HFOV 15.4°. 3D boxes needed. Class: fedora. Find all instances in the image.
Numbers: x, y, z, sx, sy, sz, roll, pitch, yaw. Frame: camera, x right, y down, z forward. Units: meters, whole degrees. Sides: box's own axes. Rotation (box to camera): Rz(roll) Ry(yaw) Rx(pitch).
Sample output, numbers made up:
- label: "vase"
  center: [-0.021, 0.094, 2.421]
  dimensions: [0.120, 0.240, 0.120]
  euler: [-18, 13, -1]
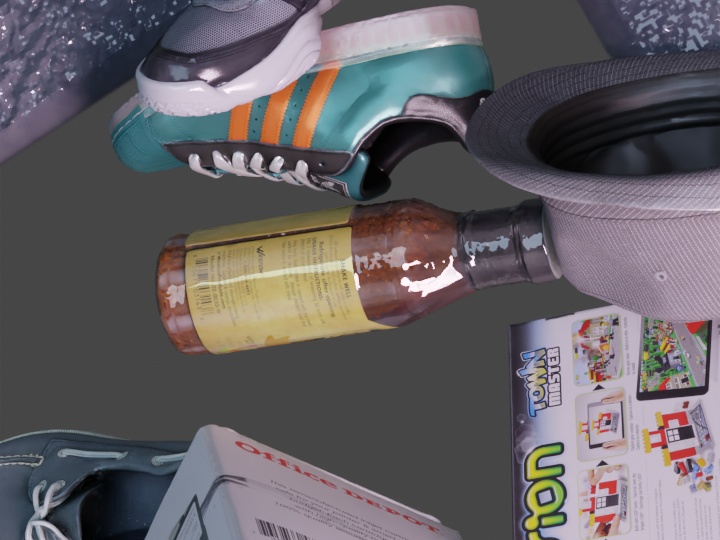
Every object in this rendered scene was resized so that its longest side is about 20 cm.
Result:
- label: "fedora"
  center: [0.153, -0.035, 1.230]
  dimensions: [0.199, 0.177, 0.091]
  euler: [-4, 114, 12]

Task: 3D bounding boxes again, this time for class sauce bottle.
- label: "sauce bottle"
  center: [0.000, 0.000, 1.308]
  dimensions: [0.199, 0.066, 0.066]
  euler: [-7, 84, 19]

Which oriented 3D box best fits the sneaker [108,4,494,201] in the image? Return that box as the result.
- label: "sneaker"
  center: [-0.030, -0.069, 1.320]
  dimensions: [0.199, 0.071, 0.080]
  euler: [-14, 79, 16]

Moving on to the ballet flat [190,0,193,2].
- label: "ballet flat"
  center: [-0.038, -0.223, 1.336]
  dimensions: [0.073, 0.073, 0.201]
  euler: [29, 95, 18]

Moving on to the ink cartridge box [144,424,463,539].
- label: "ink cartridge box"
  center: [-0.016, 0.160, 1.208]
  dimensions: [0.145, 0.200, 0.084]
  euler: [25, 100, -14]

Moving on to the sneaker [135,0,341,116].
- label: "sneaker"
  center: [-0.043, -0.165, 1.268]
  dimensions: [0.075, 0.114, 0.200]
  euler: [21, 51, 42]

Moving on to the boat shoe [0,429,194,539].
- label: "boat shoe"
  center: [-0.140, 0.116, 1.347]
  dimensions: [0.199, 0.062, 0.073]
  euler: [-3, 85, 18]

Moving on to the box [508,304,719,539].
- label: "box"
  center: [0.125, 0.106, 1.226]
  dimensions: [0.109, 0.035, 0.201]
  euler: [-11, 53, 18]
